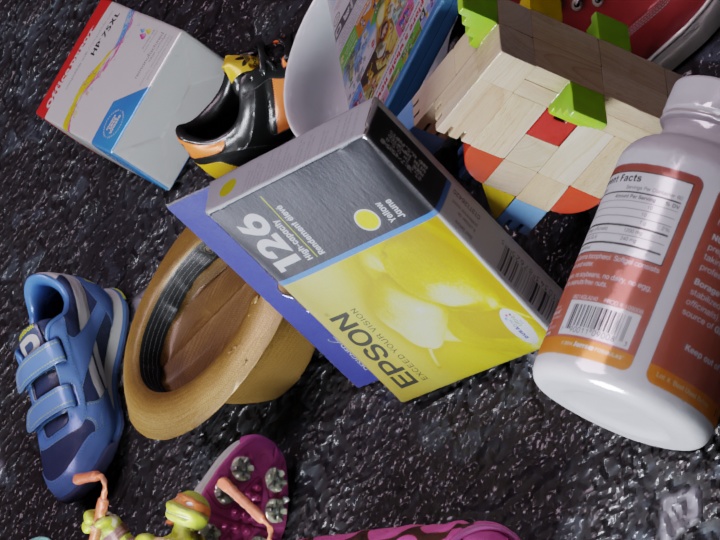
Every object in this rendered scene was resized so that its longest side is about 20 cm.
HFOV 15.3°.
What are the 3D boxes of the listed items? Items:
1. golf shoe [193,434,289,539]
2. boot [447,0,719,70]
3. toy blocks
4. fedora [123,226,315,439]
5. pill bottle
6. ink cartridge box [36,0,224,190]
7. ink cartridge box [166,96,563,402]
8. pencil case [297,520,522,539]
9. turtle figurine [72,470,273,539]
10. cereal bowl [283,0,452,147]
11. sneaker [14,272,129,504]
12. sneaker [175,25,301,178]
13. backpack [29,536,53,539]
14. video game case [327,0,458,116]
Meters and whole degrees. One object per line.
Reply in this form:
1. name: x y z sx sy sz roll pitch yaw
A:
1. golf shoe: -0.113 0.204 1.824 0.091 0.075 0.201 -2 61 55
2. boot: 0.152 -0.185 1.722 0.200 0.144 0.073 -48 34 14
3. toy blocks: 0.113 -0.084 1.676 0.137 0.199 0.100 -49 30 39
4. fedora: -0.086 0.040 1.905 0.200 0.082 0.202 -35 40 36
5. pill bottle: 0.186 -0.006 1.566 0.112 0.112 0.201 7 69 54
6. ink cartridge box: -0.193 -0.151 2.212 0.117 0.067 0.200 -60 33 -3
7. ink cartridge box: 0.000 0.000 1.724 0.199 0.198 0.047 -26 31 38
8. pencil case: 0.015 0.206 1.644 0.199 0.091 0.094 -17 16 47
9. turtle figurine: -0.133 0.208 1.742 0.199 0.064 0.162 11 79 43
10. cereal bowl: 0.041 -0.155 1.897 0.200 0.083 0.201 -33 41 34
11. sneaker: -0.229 0.087 2.057 0.074 0.082 0.201 -33 43 31
12. sneaker: -0.055 -0.146 2.007 0.200 0.090 0.070 -49 35 15
13. backpack: -0.252 0.300 1.860 0.175 0.153 0.201 -29 49 28
14. video game case: 0.020 -0.189 1.818 0.201 0.018 0.144 -101 31 -46
